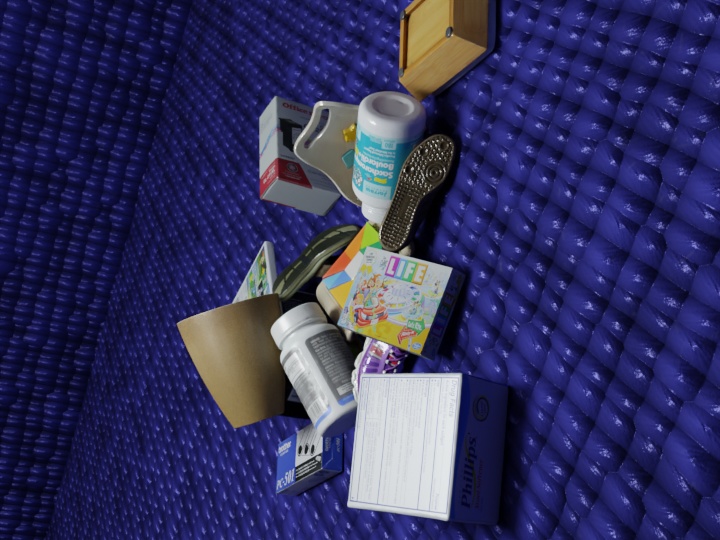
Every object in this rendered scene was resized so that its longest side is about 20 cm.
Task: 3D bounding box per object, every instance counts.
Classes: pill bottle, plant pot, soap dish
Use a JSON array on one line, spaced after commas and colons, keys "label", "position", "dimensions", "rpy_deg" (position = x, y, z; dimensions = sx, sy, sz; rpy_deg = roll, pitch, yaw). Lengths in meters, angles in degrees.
[{"label": "pill bottle", "position": [0.044, -0.178, 1.689], "dimensions": [0.112, 0.109, 0.203], "rpy_deg": [-111, 20, -50]}, {"label": "plant pot", "position": [-0.202, 0.162, 1.805], "dimensions": [0.186, 0.184, 0.203], "rpy_deg": [-25, 82, 60]}, {"label": "soap dish", "position": [0.133, -0.383, 1.654], "dimensions": [0.199, 0.080, 0.160], "rpy_deg": [-29, 53, 57]}, {"label": "pill bottle", "position": [-0.064, 0.162, 1.716], "dimensions": [0.202, 0.112, 0.114], "rpy_deg": [60, 137, 20]}]

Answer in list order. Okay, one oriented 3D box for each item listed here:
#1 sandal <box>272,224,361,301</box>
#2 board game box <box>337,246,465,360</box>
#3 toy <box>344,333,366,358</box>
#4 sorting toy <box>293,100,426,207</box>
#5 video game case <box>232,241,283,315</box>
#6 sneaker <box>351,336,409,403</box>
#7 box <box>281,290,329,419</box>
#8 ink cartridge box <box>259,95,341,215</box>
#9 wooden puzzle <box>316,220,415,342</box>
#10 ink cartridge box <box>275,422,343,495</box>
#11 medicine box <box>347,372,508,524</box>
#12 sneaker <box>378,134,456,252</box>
[{"label": "sandal", "position": [-0.076, -0.012, 1.900], "dimensions": [0.200, 0.057, 0.080], "rpy_deg": [-42, 28, 1]}, {"label": "board game box", "position": [0.059, 0.047, 1.587], "dimensions": [0.198, 0.034, 0.137], "rpy_deg": [15, 81, 49]}, {"label": "toy", "position": [-0.022, 0.139, 1.797], "dimensions": [0.115, 0.046, 0.204], "rpy_deg": [-13, 67, 64]}, {"label": "sorting toy", "position": [-0.015, -0.225, 1.785], "dimensions": [0.201, 0.177, 0.108], "rpy_deg": [-55, 34, 39]}, {"label": "video game case", "position": [-0.198, 0.078, 1.988], "dimensions": [0.183, 0.022, 0.202], "rpy_deg": [-58, 30, 37]}, {"label": "sneaker", "position": [0.044, 0.133, 1.628], "dimensions": [0.083, 0.080, 0.204], "rpy_deg": [3, 82, 59]}, {"label": "box", "position": [-0.124, 0.153, 1.944], "dimensions": [0.150, 0.103, 0.201], "rpy_deg": [-65, 28, 27]}, {"label": "ink cartridge box", "position": [-0.121, -0.227, 2.052], "dimensions": [0.083, 0.144, 0.203], "rpy_deg": [-44, 42, 48]}, {"label": "wooden puzzle", "position": [0.000, 0.000, 1.770], "dimensions": [0.202, 0.037, 0.185], "rpy_deg": [-56, 29, 8]}, {"label": "ink cartridge box", "position": [-0.094, 0.336, 1.866], "dimensions": [0.200, 0.044, 0.096], "rpy_deg": [-41, 42, 53]}, {"label": "medicine box", "position": [0.089, 0.237, 1.398], "dimensions": [0.198, 0.102, 0.186], "rpy_deg": [-6, 73, 47]}, {"label": "sneaker", "position": [0.088, -0.124, 1.652], "dimensions": [0.202, 0.070, 0.076], "rpy_deg": [-59, -8, 5]}]
